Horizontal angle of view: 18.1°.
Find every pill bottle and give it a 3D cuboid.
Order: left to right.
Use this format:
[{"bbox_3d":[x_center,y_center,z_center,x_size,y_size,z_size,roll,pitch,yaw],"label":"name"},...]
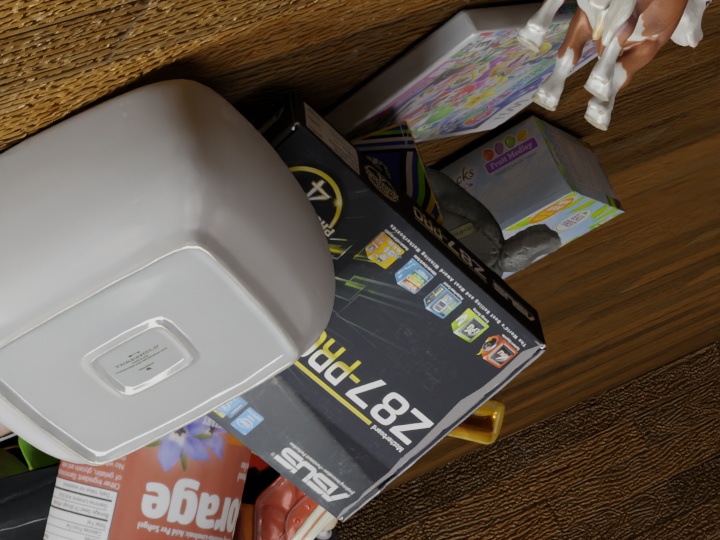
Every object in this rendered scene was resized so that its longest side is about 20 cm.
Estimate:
[{"bbox_3d":[-0.131,0.157,1.351,0.112,0.200,0.112,12,175,1],"label":"pill bottle"}]

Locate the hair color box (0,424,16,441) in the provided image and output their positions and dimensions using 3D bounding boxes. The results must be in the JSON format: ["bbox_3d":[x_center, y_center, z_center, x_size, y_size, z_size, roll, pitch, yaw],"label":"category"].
[{"bbox_3d":[-0.265,0.081,1.303,0.200,0.061,0.099,-21,168,-36],"label":"hair color box"}]

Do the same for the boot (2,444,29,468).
[{"bbox_3d":[-0.286,0.180,1.768,0.201,0.071,0.144,-37,161,29],"label":"boot"}]

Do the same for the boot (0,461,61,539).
[{"bbox_3d":[-0.182,0.174,1.466,0.200,0.066,0.165,-22,141,-20],"label":"boot"}]

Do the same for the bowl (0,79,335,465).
[{"bbox_3d":[-0.115,0.016,1.107,0.200,0.075,0.200,-29,144,7],"label":"bowl"}]

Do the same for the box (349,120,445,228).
[{"bbox_3d":[-0.055,-0.017,1.285,0.200,0.064,0.070,-21,170,2],"label":"box"}]

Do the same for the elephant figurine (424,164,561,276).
[{"bbox_3d":[0.000,0.000,1.436,0.142,0.155,0.200,-48,-178,-21],"label":"elephant figurine"}]

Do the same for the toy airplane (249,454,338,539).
[{"bbox_3d":[-0.105,0.160,1.990,0.200,0.141,0.199,-23,135,24],"label":"toy airplane"}]

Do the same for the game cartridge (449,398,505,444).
[{"bbox_3d":[-0.038,0.063,1.411,0.200,0.032,0.176,11,176,45],"label":"game cartridge"}]

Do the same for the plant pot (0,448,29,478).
[{"bbox_3d":[-0.314,0.207,1.559,0.200,0.187,0.187,-35,177,-39],"label":"plant pot"}]

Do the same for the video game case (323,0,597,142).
[{"bbox_3d":[0.070,-0.114,1.320,0.143,0.018,0.200,-35,168,36],"label":"video game case"}]

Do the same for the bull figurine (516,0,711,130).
[{"bbox_3d":[0.140,-0.141,1.187,0.121,0.065,0.200,-60,163,-5],"label":"bull figurine"}]

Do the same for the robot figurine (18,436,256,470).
[{"bbox_3d":[-0.137,0.100,1.577,0.200,0.116,0.175,-26,175,-11],"label":"robot figurine"}]

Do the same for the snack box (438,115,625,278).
[{"bbox_3d":[0.089,-0.036,1.627,0.169,0.068,0.200,-29,171,13],"label":"snack box"}]

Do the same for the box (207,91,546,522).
[{"bbox_3d":[-0.023,0.023,1.231,0.161,0.200,0.049,-40,-155,17],"label":"box"}]

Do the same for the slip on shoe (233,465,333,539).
[{"bbox_3d":[-0.058,0.155,1.448,0.200,0.061,0.074,-52,-170,31],"label":"slip on shoe"}]
